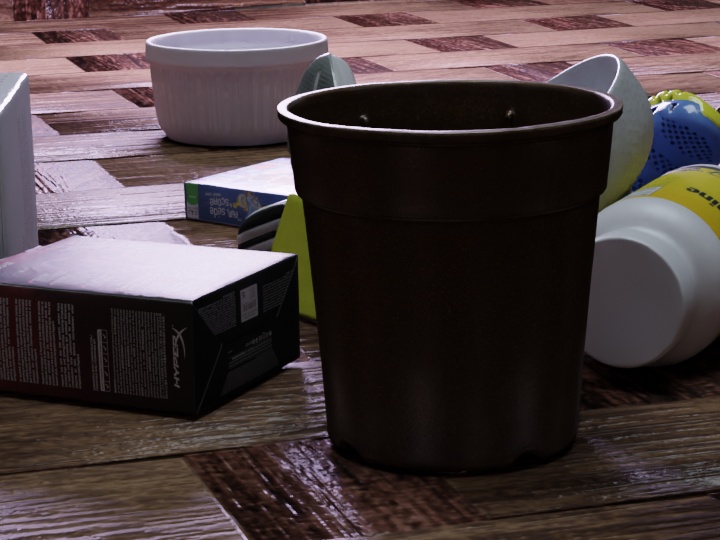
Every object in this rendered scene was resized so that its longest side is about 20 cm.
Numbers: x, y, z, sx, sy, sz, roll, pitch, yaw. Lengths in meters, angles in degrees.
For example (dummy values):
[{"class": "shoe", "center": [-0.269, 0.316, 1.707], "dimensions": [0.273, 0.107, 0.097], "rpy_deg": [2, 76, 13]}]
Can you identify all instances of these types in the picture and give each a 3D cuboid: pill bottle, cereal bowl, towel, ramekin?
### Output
[{"class": "pill bottle", "center": [0.204, -0.001, 1.450], "dimensions": [0.112, 0.114, 0.200], "rpy_deg": [5, 15, 24]}, {"class": "cereal bowl", "center": [0.133, -0.060, 1.552], "dimensions": [0.200, 0.083, 0.200], "rpy_deg": [-40, 14, 12]}, {"class": "towel", "center": [0.000, 0.000, 1.537], "dimensions": [0.018, 0.087, 0.199], "rpy_deg": [20, -3, -39]}, {"class": "ramekin", "center": [-0.133, -0.199, 2.355], "dimensions": [0.198, 0.106, 0.200], "rpy_deg": [0, 13, 0]}]

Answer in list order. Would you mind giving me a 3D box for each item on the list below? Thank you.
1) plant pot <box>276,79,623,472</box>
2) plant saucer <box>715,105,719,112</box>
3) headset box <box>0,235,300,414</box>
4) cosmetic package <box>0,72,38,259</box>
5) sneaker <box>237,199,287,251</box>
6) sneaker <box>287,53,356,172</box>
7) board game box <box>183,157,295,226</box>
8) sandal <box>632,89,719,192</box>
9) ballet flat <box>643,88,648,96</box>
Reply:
[{"class": "plant pot", "center": [0.052, 0.000, 1.265], "dimensions": [0.198, 0.200, 0.200], "rpy_deg": [-1, 14, 0]}, {"class": "plant saucer", "center": [0.295, -0.087, 1.769], "dimensions": [0.032, 0.200, 0.200], "rpy_deg": [43, 10, -9]}, {"class": "headset box", "center": [-0.159, 0.031, 1.423], "dimensions": [0.198, 0.076, 0.148], "rpy_deg": [5, 14, 24]}, {"class": "cosmetic package", "center": [-0.325, -0.046, 1.567], "dimensions": [0.166, 0.168, 0.200], "rpy_deg": [-1, 14, -3]}, {"class": "sneaker", "center": [0.006, -0.051, 1.709], "dimensions": [0.198, 0.076, 0.115], "rpy_deg": [-15, 3, 13]}, {"class": "sneaker", "center": [0.001, -0.064, 1.619], "dimensions": [0.080, 0.202, 0.070], "rpy_deg": [-2, -18, -36]}, {"class": "board game box", "center": [-0.038, -0.063, 1.910], "dimensions": [0.199, 0.035, 0.135], "rpy_deg": [10, 17, 39]}, {"class": "sandal", "center": [0.220, -0.071, 1.729], "dimensions": [0.200, 0.079, 0.087], "rpy_deg": [-43, 13, 54]}, {"class": "ballet flat", "center": [0.231, -0.155, 2.220], "dimensions": [0.074, 0.075, 0.199], "rpy_deg": [9, 16, 36]}]
